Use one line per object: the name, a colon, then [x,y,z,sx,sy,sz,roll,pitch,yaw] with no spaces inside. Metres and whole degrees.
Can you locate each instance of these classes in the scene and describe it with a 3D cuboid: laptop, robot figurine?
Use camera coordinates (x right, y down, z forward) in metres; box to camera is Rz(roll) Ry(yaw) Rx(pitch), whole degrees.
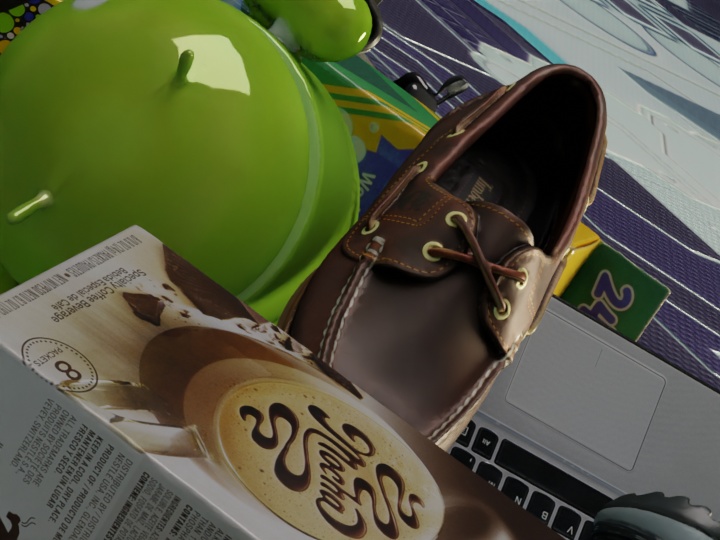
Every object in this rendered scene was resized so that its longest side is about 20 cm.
laptop: [0.067,0.096,0.964,0.187,0.201,0.116,30,-19,-18]
robot figurine: [-0.064,-0.033,0.978,0.116,0.175,0.200,46,3,10]

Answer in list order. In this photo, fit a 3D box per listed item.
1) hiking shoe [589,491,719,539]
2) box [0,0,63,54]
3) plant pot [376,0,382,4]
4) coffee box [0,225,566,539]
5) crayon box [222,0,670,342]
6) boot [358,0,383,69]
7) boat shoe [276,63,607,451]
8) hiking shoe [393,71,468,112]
hiking shoe: [0.119,0.167,0.902,0.200,0.087,0.074,50,-22,-5]
box: [-0.092,-0.066,1.224,0.199,0.070,0.064,29,16,-19]
plant pot: [-0.071,-0.216,1.567,0.199,0.200,0.178,19,33,-46]
coffee box: [-0.026,0.085,0.814,0.200,0.080,0.113,36,24,10]
crayon box: [0.000,0.000,1.095,0.200,0.126,0.052,37,14,11]
boot: [-0.017,-0.089,1.292,0.200,0.068,0.131,45,-18,-7]
boat shoe: [0.029,-0.002,0.955,0.070,0.070,0.200,40,41,-11]
hiking shoe: [-0.049,-0.110,1.397,0.199,0.101,0.076,32,5,-17]
